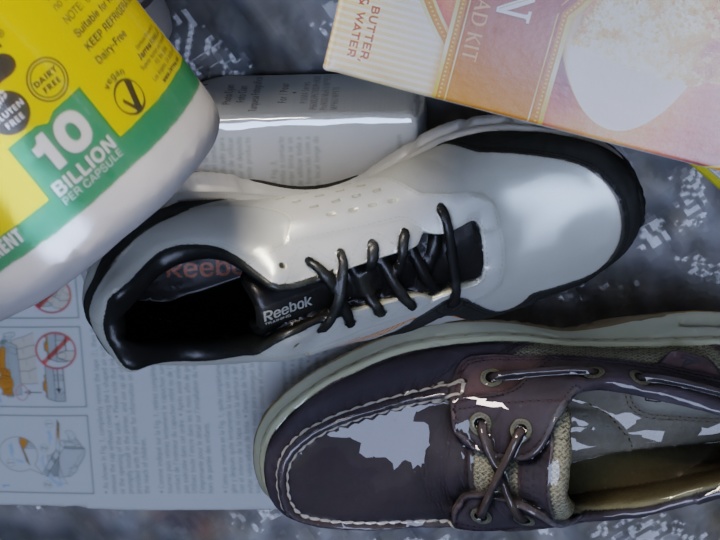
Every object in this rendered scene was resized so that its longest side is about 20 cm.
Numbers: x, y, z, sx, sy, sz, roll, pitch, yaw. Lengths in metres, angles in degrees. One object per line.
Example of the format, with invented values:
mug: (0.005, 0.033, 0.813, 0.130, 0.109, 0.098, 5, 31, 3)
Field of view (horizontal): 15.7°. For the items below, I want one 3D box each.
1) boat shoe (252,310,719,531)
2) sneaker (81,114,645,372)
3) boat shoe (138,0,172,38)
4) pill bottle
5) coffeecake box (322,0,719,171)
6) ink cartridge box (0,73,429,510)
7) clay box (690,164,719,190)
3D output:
boat shoe: (0.063, 0.060, 0.932, 0.200, 0.065, 0.072, -6, 118, -9)
sneaker: (0.000, 0.000, 0.891, 0.200, 0.080, 0.074, -11, 112, 5)
boat shoe: (-0.168, -0.089, 0.906, 0.200, 0.070, 0.066, -8, 116, 10)
pill bottle: (-0.145, -0.090, 0.808, 0.113, 0.113, 0.200, -34, 105, 13)
coffeecake box: (0.105, -0.114, 0.770, 0.200, 0.073, 0.154, 14, 120, 0)
ink cartridge box: (-0.073, 0.010, 0.966, 0.200, 0.047, 0.160, 0, 115, 4)
clay box: (0.101, -0.122, 0.871, 0.200, 0.048, 0.115, 43, 116, 9)
